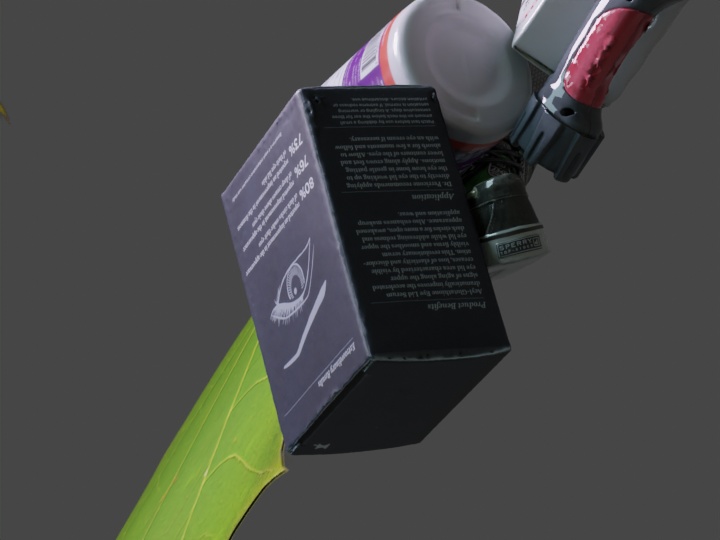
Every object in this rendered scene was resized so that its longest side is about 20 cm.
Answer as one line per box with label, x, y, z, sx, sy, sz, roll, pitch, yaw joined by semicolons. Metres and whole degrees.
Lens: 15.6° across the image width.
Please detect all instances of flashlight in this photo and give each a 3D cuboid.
flashlight;0.171;-0.151;1.724;0.200;0.068;0.068;-60;-11;21

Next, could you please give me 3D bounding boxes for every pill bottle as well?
pill bottle;0.024;-0.101;1.850;0.200;0.111;0.112;-39;20;51

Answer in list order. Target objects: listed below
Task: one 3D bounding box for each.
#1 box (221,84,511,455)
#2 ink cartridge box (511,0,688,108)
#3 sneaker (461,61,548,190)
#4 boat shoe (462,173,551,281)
box;0.000;0.000;1.713;0.148;0.104;0.201;-48;51;54
ink cartridge box;0.183;-0.221;1.840;0.147;0.083;0.200;-55;7;23
sneaker;0.100;-0.076;1.905;0.200;0.078;0.085;-69;16;-13
boat shoe;0.071;-0.023;1.769;0.200;0.071;0.064;154;103;-67
